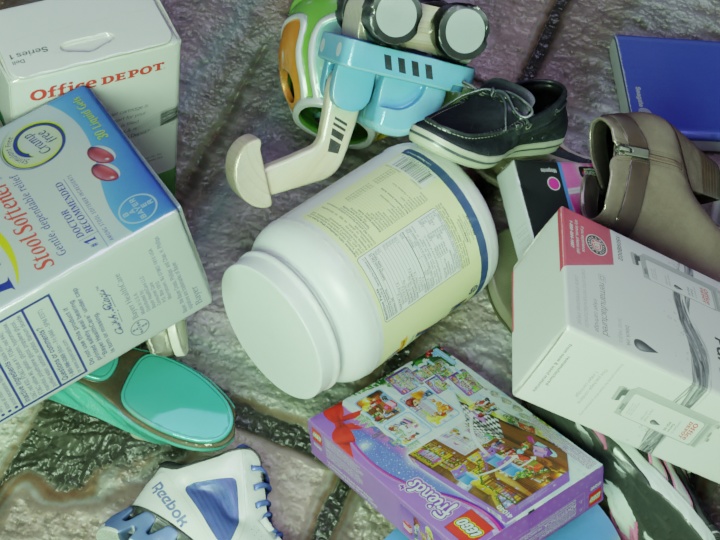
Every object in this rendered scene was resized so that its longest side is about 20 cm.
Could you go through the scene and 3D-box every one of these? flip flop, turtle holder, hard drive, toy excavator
[{"bbox_3d":[0.157,0.043,1.308,0.080,0.058,0.202,-1,54,-10],"label":"flip flop"},{"bbox_3d":[0.009,-0.177,1.416,0.185,0.140,0.133,33,63,-30],"label":"turtle holder"},{"bbox_3d":[0.353,-0.173,1.521,0.198,0.025,0.133,2,54,-8],"label":"hard drive"},{"bbox_3d":[-0.004,-0.142,1.298,0.192,0.202,0.100,9,8,-21],"label":"toy excavator"}]

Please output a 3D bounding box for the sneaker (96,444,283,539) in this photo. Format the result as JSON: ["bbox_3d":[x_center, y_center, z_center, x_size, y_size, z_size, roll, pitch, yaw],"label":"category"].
[{"bbox_3d":[-0.083,0.193,1.138,0.198,0.081,0.116,25,61,11],"label":"sneaker"}]

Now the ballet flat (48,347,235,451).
[{"bbox_3d":[-0.186,0.094,1.208,0.198,0.071,0.068,24,57,5],"label":"ballet flat"}]

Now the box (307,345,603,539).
[{"bbox_3d":[0.070,0.145,1.186,0.136,0.039,0.200,-27,40,-26],"label":"box"}]

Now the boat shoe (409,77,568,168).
[{"bbox_3d":[0.110,-0.127,1.279,0.074,0.063,0.199,31,27,32],"label":"boat shoe"}]

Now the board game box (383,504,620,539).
[{"bbox_3d":[0.105,0.233,1.166,0.157,0.039,0.200,36,53,22],"label":"board game box"}]

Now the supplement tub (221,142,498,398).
[{"bbox_3d":[0.000,0.000,1.260,0.199,0.146,0.145,-34,65,-29],"label":"supplement tub"}]

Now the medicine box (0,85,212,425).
[{"bbox_3d":[-0.243,-0.014,1.156,0.199,0.103,0.182,-30,49,-13],"label":"medicine box"}]

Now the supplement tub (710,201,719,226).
[{"bbox_3d":[0.421,-0.041,1.368,0.198,0.133,0.133,10,52,0],"label":"supplement tub"}]

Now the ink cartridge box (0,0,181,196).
[{"bbox_3d":[-0.231,-0.133,1.286,0.145,0.201,0.085,-17,57,-21],"label":"ink cartridge box"}]

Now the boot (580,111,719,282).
[{"bbox_3d":[0.249,-0.035,1.296,0.145,0.070,0.202,12,65,-34],"label":"boot"}]

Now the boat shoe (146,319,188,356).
[{"bbox_3d":[-0.177,0.009,1.247,0.059,0.072,0.201,-11,35,-7],"label":"boat shoe"}]

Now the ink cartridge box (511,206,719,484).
[{"bbox_3d":[0.219,0.058,1.185,0.198,0.083,0.147,23,38,-14],"label":"ink cartridge box"}]

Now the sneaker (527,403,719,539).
[{"bbox_3d":[0.229,0.153,1.209,0.086,0.080,0.201,-36,85,-35],"label":"sneaker"}]

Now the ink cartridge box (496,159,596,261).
[{"bbox_3d":[0.181,0.003,1.288,0.094,0.037,0.202,0,67,-28],"label":"ink cartridge box"}]

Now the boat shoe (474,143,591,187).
[{"bbox_3d":[0.192,-0.073,1.388,0.199,0.072,0.063,31,44,16],"label":"boat shoe"}]
